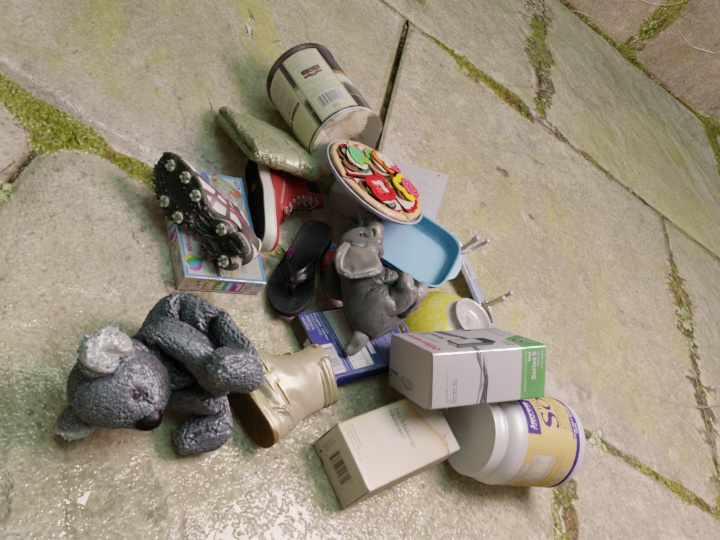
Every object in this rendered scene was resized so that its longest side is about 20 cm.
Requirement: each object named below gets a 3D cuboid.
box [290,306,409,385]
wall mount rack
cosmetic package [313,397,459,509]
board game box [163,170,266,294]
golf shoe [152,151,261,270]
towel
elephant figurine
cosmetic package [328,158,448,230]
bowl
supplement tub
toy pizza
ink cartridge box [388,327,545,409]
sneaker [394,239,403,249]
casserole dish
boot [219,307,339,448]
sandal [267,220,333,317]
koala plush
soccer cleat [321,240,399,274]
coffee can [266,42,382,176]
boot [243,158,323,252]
[{"bbox_3d":[-0.003,0.111,1.135,0.197,0.033,0.122,-8,56,-40],"label":"box"},{"bbox_3d":[0.232,0.005,1.359,0.203,0.074,0.173,66,20,6],"label":"wall mount rack"},{"bbox_3d":[0.041,0.255,1.037,0.198,0.073,0.105,-11,64,-44],"label":"cosmetic package"},{"bbox_3d":[-0.227,-0.062,1.094,0.133,0.034,0.203,7,54,-37],"label":"board game box"},{"bbox_3d":[-0.226,-0.087,1.049,0.201,0.077,0.088,51,21,3],"label":"golf shoe"},{"bbox_3d":[-0.158,-0.220,1.221,0.146,0.037,0.200,14,24,-38],"label":"towel"},{"bbox_3d":[0.000,0.000,1.125,0.201,0.142,0.155,51,25,12],"label":"elephant figurine"},{"bbox_3d":[0.054,-0.146,1.334,0.196,0.052,0.152,17,44,7],"label":"cosmetic package"},{"bbox_3d":[0.163,0.110,1.234,0.198,0.108,0.203,23,44,-25],"label":"bowl"},{"bbox_3d":[0.244,0.268,1.143,0.197,0.145,0.148,14,49,-33],"label":"supplement tub"},{"bbox_3d":[0.031,-0.156,1.197,0.198,0.032,0.202,29,31,-20],"label":"toy pizza"},{"bbox_3d":[0.159,0.144,1.085,0.196,0.145,0.086,-1,97,-23],"label":"ink cartridge box"},{"bbox_3d":[0.116,-0.030,1.326,0.198,0.082,0.076,-10,64,-45],"label":"sneaker"},{"bbox_3d":[0.080,-0.045,1.227,0.198,0.039,0.122,32,60,1],"label":"casserole dish"},{"bbox_3d":[-0.125,0.125,0.999,0.154,0.073,0.202,-22,75,-47],"label":"boot"},{"bbox_3d":[-0.097,-0.015,1.134,0.074,0.048,0.203,11,49,7],"label":"sandal"},{"bbox_3d":[-0.251,0.122,0.832,0.198,0.179,0.184,-13,55,-45],"label":"koala plush"},{"bbox_3d":[0.022,-0.002,1.234,0.197,0.067,0.078,13,60,-27],"label":"soccer cleat"},{"bbox_3d":[-0.068,-0.294,1.307,0.144,0.147,0.201,-1,47,-41],"label":"coffee can"},{"bbox_3d":[-0.117,-0.102,1.197,0.142,0.072,0.203,19,44,-30],"label":"boot"}]
